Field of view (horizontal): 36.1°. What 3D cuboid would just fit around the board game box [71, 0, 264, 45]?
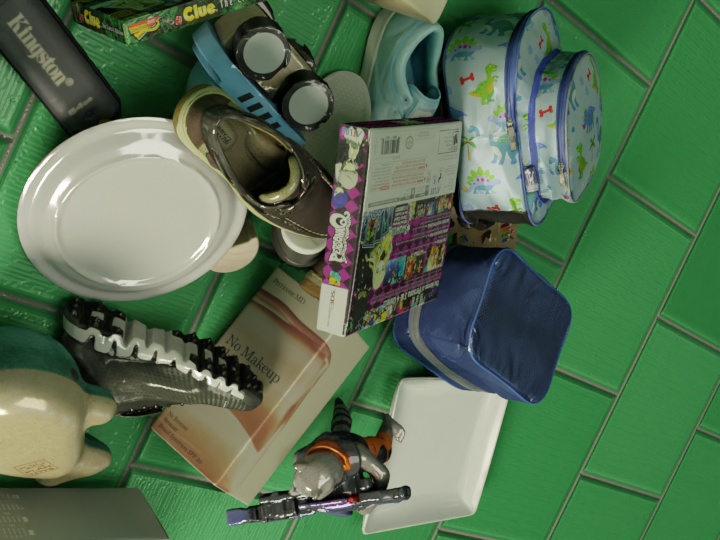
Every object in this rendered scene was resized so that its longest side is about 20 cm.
[{"bbox_3d":[-0.128,-0.232,0.914,0.198,0.104,0.024,-26,122,-29],"label":"board game box"}]

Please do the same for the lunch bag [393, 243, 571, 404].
[{"bbox_3d":[0.136,0.060,1.245,0.200,0.131,0.137,39,68,-42],"label":"lunch bag"}]

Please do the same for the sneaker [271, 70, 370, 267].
[{"bbox_3d":[-0.044,-0.095,1.081,0.070,0.099,0.203,18,67,-9],"label":"sneaker"}]

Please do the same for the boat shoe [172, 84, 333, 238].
[{"bbox_3d":[-0.074,-0.077,0.928,0.199,0.065,0.074,34,96,-41],"label":"boat shoe"}]

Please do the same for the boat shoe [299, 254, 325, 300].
[{"bbox_3d":[0.000,0.000,1.106,0.073,0.071,0.200,-63,162,5],"label":"boat shoe"}]

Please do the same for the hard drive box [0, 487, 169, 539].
[{"bbox_3d":[-0.299,0.283,1.012,0.198,0.077,0.158,9,114,-42],"label":"hard drive box"}]

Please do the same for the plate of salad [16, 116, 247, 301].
[{"bbox_3d":[-0.196,-0.054,0.958,0.197,0.048,0.202,-13,136,-13],"label":"plate of salad"}]

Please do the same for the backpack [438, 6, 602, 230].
[{"bbox_3d":[0.171,-0.166,1.148,0.183,0.145,0.203,-48,130,-53],"label":"backpack"}]

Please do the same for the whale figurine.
[{"bbox_3d":[-0.287,0.120,0.958,0.157,0.105,0.201,-17,149,5],"label":"whale figurine"}]

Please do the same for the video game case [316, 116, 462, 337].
[{"bbox_3d":[0.031,-0.047,1.025,0.199,0.035,0.184,-19,119,-60],"label":"video game case"}]

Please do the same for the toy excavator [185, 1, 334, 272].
[{"bbox_3d":[-0.113,-0.118,0.995,0.199,0.100,0.195,-38,126,9],"label":"toy excavator"}]

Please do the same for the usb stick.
[{"bbox_3d":[-0.260,-0.185,0.873,0.055,0.033,0.201,-43,132,-11],"label":"usb stick"}]

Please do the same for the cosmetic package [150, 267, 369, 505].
[{"bbox_3d":[-0.097,0.113,1.090,0.201,0.103,0.087,-53,152,-10],"label":"cosmetic package"}]

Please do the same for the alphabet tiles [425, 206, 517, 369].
[{"bbox_3d":[0.120,0.014,1.303,0.165,0.008,0.203,-16,120,-35],"label":"alphabet tiles"}]

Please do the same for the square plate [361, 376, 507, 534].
[{"bbox_3d":[0.092,0.217,1.358,0.196,0.028,0.203,1,109,-41],"label":"square plate"}]

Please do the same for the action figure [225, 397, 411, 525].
[{"bbox_3d":[-0.046,0.201,1.152,0.197,0.193,0.106,-11,90,8],"label":"action figure"}]

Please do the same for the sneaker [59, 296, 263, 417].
[{"bbox_3d":[-0.188,0.099,1.014,0.197,0.067,0.091,22,109,-15],"label":"sneaker"}]

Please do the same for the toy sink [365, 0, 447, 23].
[{"bbox_3d":[0.004,-0.329,0.975,0.199,0.111,0.132,22,95,-48],"label":"toy sink"}]

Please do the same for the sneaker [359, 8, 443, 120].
[{"bbox_3d":[0.038,-0.159,1.101,0.073,0.082,0.203,-8,114,-36],"label":"sneaker"}]
